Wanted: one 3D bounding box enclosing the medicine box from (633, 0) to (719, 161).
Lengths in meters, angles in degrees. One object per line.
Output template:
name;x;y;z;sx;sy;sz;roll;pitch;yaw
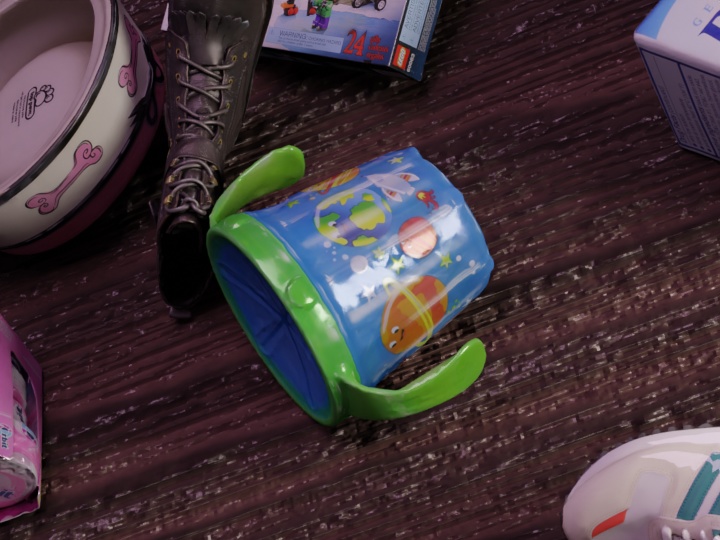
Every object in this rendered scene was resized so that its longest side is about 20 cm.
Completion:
medicine box;0.293;-0.137;1.492;0.200;0.103;0.182;25;68;39

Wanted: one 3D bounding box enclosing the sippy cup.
sippy cup;0.000;0.000;1.519;0.130;0.140;0.178;-33;89;-15

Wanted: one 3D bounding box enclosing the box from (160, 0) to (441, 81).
box;-0.031;-0.205;1.712;0.200;0.038;0.137;12;86;38

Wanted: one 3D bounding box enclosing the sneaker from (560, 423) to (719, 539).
sneaker;0.197;0.132;1.340;0.199;0.070;0.093;-10;44;16

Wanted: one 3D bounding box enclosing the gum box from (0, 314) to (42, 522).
gum box;-0.288;0.110;1.609;0.200;0.066;0.114;-18;47;12

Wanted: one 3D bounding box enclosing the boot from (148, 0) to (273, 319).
boot;-0.095;-0.090;1.607;0.069;0.200;0.174;4;45;0

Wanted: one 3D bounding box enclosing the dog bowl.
dog bowl;-0.210;-0.098;1.707;0.200;0.074;0.200;-28;42;28
